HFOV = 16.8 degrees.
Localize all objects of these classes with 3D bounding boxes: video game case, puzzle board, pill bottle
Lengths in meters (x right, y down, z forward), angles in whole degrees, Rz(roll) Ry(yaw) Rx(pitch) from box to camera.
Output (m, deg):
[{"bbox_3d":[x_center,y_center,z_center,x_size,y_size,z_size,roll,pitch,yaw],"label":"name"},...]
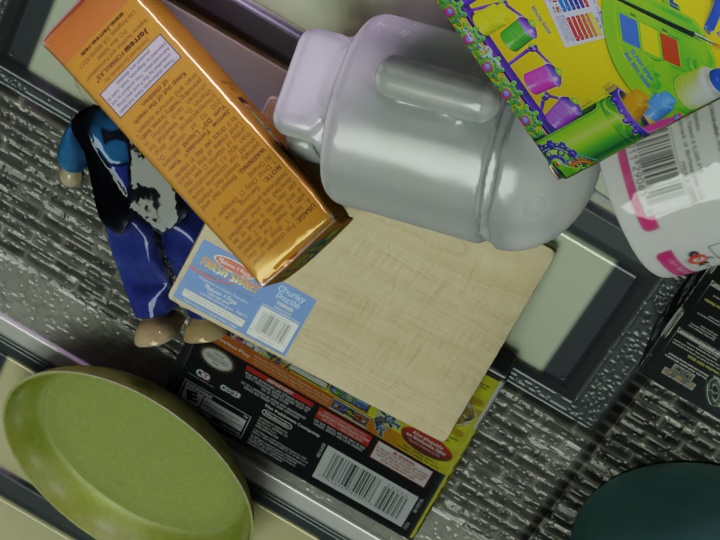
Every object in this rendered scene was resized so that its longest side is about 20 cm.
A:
[{"bbox_3d":[-0.018,0.071,1.607,0.199,0.026,0.181,29,133,3],"label":"video game case"},{"bbox_3d":[0.000,0.000,1.510,0.199,0.017,0.151,28,113,-4],"label":"puzzle board"},{"bbox_3d":[0.237,-0.074,1.301,0.199,0.114,0.114,-16,119,24],"label":"pill bottle"}]

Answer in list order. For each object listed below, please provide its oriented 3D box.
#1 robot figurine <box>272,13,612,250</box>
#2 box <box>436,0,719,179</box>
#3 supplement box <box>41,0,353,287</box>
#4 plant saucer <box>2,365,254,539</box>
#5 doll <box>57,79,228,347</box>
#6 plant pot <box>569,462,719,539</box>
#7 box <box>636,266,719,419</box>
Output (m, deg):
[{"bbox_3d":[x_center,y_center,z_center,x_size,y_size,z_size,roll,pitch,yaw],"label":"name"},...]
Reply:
[{"bbox_3d":[0.053,-0.078,1.392,0.199,0.113,0.170,17,171,12],"label":"robot figurine"},{"bbox_3d":[0.132,-0.185,1.165,0.192,0.122,0.200,-27,104,38],"label":"box"},{"bbox_3d":[-0.096,-0.083,1.445,0.069,0.067,0.200,-45,84,9],"label":"supplement box"},{"bbox_3d":[-0.157,0.133,1.703,0.199,0.031,0.201,19,140,17],"label":"plant saucer"},{"bbox_3d":[-0.133,-0.051,1.540,0.136,0.048,0.201,-4,115,30],"label":"doll"},{"bbox_3d":[0.207,0.250,1.553,0.200,0.161,0.201,13,131,16],"label":"plant pot"},{"bbox_3d":[0.286,0.048,1.432,0.199,0.044,0.160,29,133,1],"label":"box"}]
